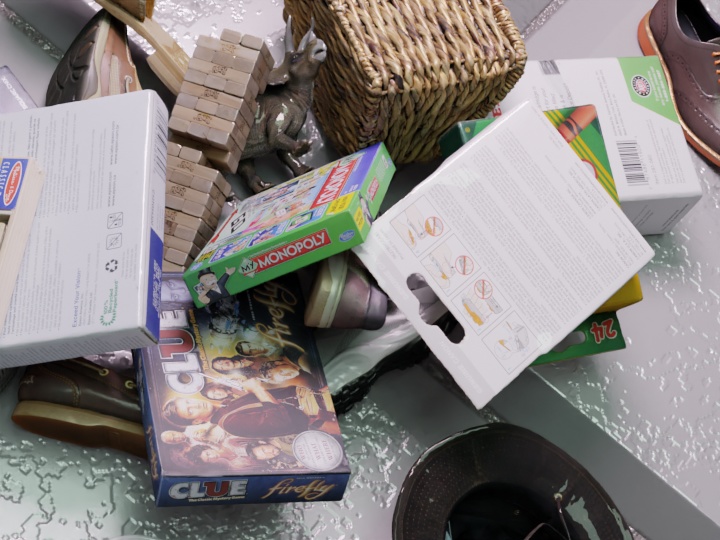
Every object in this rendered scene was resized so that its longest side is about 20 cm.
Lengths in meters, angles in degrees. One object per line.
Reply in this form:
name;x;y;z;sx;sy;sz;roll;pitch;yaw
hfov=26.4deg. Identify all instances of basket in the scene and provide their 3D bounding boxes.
basket;0.034;-0.191;1.315;0.149;0.143;0.200;-14;57;-19

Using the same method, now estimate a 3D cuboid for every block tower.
block tower;-0.128;-0.090;1.223;0.054;0.058;0.200;17;81;11

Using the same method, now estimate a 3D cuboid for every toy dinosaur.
toy dinosaur;-0.098;-0.115;1.289;0.200;0.077;0.102;-31;68;5

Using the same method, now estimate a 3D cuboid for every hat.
hat;0.107;0.218;1.159;0.200;0.081;0.201;6;69;-17

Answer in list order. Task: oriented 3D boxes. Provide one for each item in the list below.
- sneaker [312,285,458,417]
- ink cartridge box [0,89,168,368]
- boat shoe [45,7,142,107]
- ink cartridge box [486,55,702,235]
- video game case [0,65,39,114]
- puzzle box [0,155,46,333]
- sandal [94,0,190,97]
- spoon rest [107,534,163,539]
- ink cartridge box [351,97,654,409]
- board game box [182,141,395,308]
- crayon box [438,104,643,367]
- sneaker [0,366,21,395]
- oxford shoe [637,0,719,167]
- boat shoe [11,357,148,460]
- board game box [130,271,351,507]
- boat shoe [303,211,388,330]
sneaker;0.012;0.046;1.228;0.200;0.074;0.079;-29;68;-28
ink cartridge box;-0.240;-0.027;1.116;0.199;0.043;0.197;-8;62;14
boat shoe;-0.212;-0.131;1.256;0.074;0.076;0.200;30;40;-29
ink cartridge box;0.179;-0.105;1.349;0.199;0.084;0.146;-4;66;-18
video game case;-0.329;-0.069;1.219;0.200;0.019;0.143;-31;75;-29
puzzle box;-0.308;0.010;1.080;0.133;0.025;0.200;3;66;17
sandal;-0.182;-0.236;1.274;0.212;0.070;0.078;49;13;-14
spoon rest;-0.201;0.250;1.060;0.200;0.061;0.100;-21;70;-24
ink cartridge box;0.104;-0.013;1.167;0.200;0.050;0.161;-39;91;-20
board game box;-0.049;-0.038;1.169;0.134;0.200;0.029;-23;104;14
crayon box;0.149;-0.027;1.237;0.127;0.051;0.201;-10;81;-20
sneaker;-0.269;0.006;1.164;0.099;0.078;0.200;32;57;6
oxford shoe;0.329;-0.179;1.441;0.071;0.073;0.200;-19;70;-25
boat shoe;-0.156;0.105;1.144;0.200;0.070;0.070;18;63;-6
board game box;-0.094;0.081;1.118;0.135;0.035;0.200;0;44;-19
boat shoe;0.000;0.000;1.193;0.065;0.072;0.200;22;19;-2
